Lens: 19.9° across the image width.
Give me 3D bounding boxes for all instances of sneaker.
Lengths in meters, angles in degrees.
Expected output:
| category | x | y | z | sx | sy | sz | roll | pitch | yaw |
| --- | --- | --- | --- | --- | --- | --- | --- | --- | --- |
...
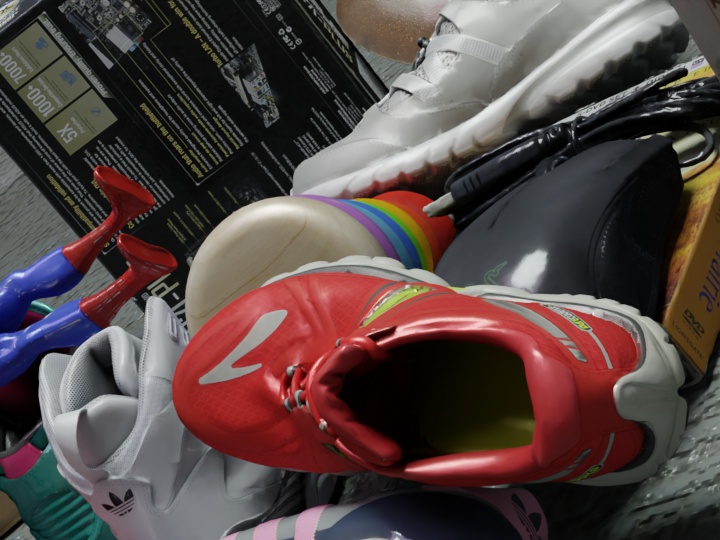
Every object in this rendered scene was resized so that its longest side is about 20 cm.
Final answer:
| category | x | y | z | sx | sy | sz | roll | pitch | yaw |
| --- | --- | --- | --- | --- | --- | --- | --- | --- | --- |
| sneaker | -0.128 | 0.057 | 0.942 | 0.084 | 0.121 | 0.200 | -34 | 20 | 15 |
| sneaker | -0.061 | 0.049 | 0.848 | 0.075 | 0.115 | 0.200 | -27 | 23 | 29 |
| sneaker | 0.051 | -0.087 | 0.958 | 0.200 | 0.082 | 0.075 | -30 | -19 | 8 |
| sneaker | -0.013 | 0.116 | 0.718 | 0.082 | 0.070 | 0.200 | -26 | 7 | -39 |
| sneaker | 0.005 | 0.033 | 0.662 | 0.200 | 0.077 | 0.085 | -3 | 0 | 40 |

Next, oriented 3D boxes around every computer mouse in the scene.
| category | x | y | z | sx | sy | sz | roll | pitch | yaw |
| --- | --- | --- | --- | --- | --- | --- | --- | --- | --- |
| computer mouse | 0.064 | -0.011 | 0.758 | 0.138 | 0.053 | 0.200 | -27 | 25 | 29 |

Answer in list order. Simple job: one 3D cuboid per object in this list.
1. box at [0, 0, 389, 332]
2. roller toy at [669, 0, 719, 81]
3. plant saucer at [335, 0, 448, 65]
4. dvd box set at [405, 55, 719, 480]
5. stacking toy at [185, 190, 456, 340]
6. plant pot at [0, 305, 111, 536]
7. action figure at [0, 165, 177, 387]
| category | x | y | z | sx | sy | sz | roll | pitch | yaw |
| --- | --- | --- | --- | --- | --- | --- | --- | --- | --- |
| box | -0.083 | -0.081 | 1.044 | 0.164 | 0.200 | 0.086 | -37 | 19 | 9 |
| roller toy | 0.196 | -0.133 | 0.731 | 0.182 | 0.140 | 0.200 | -28 | 23 | 19 |
| plant saucer | 0.082 | -0.164 | 1.055 | 0.200 | 0.032 | 0.200 | -10 | 32 | 6 |
| dvd box set | 0.096 | -0.010 | 0.822 | 0.146 | 0.029 | 0.200 | -23 | 26 | 40 |
| stacking toy | 0.000 | 0.000 | 0.851 | 0.085 | 0.086 | 0.200 | -32 | -1 | 19 |
| plant pot | -0.229 | 0.077 | 1.128 | 0.201 | 0.093 | 0.201 | -33 | 20 | 14 |
| action figure | -0.166 | 0.037 | 0.866 | 0.200 | 0.052 | 0.066 | -42 | 53 | 20 |
